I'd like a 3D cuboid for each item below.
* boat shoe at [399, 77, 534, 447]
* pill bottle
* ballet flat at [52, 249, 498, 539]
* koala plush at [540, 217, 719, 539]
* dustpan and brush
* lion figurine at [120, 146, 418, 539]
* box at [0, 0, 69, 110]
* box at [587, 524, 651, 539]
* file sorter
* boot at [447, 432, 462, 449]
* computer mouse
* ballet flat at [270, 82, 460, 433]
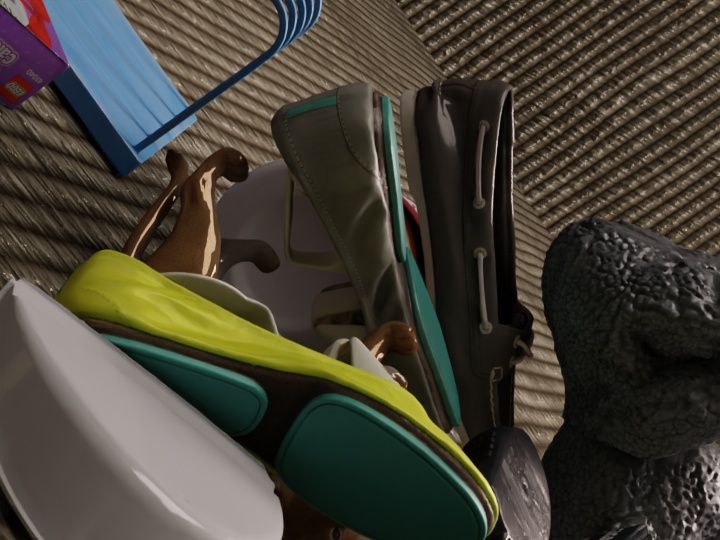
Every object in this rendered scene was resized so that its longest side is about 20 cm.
[{"bbox_3d":[0.064,0.001,1.131,0.067,0.057,0.200,-42,123,-72],"label":"boat shoe"},{"bbox_3d":[-0.006,0.007,1.203,0.113,0.113,0.200,58,9,14],"label":"pill bottle"},{"bbox_3d":[-0.030,0.046,0.891,0.200,0.067,0.067,25,40,-13],"label":"ballet flat"},{"bbox_3d":[0.148,0.091,1.156,0.184,0.200,0.177,22,10,-13],"label":"koala plush"},{"bbox_3d":[-0.080,0.094,0.758,0.140,0.057,0.200,40,8,-23],"label":"dustpan and brush"},{"bbox_3d":[-0.052,0.041,0.981,0.200,0.122,0.073,42,-31,14],"label":"lion figurine"},{"bbox_3d":[-0.213,-0.182,1.036,0.137,0.039,0.200,43,15,-49],"label":"box"},{"bbox_3d":[0.110,0.219,0.918,0.159,0.046,0.200,-14,86,-68],"label":"box"},{"bbox_3d":[-0.107,-0.155,1.222,0.139,0.123,0.200,54,10,-6],"label":"file sorter"},{"bbox_3d":[0.053,0.149,1.124,0.200,0.073,0.090,46,7,-47],"label":"boot"},{"bbox_3d":[0.048,0.128,0.968,0.059,0.034,0.200,67,21,-16],"label":"computer mouse"},{"bbox_3d":[0.000,0.000,1.048,0.067,0.064,0.200,-94,171,-53],"label":"ballet flat"}]
